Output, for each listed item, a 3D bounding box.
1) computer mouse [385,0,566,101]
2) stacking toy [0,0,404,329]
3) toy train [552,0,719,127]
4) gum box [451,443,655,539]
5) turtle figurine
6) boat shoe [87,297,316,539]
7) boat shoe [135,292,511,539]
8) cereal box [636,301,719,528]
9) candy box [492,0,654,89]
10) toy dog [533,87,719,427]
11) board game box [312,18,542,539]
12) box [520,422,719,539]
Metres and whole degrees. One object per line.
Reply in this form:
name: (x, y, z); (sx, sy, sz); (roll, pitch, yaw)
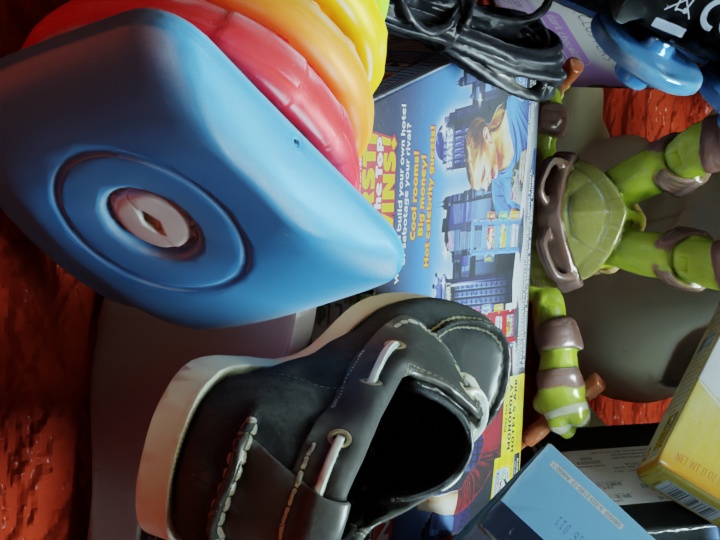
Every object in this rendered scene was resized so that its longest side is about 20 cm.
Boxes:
computer mouse: (0.017, -0.166, 0.835); (0.138, 0.052, 0.202); (20, 63, -48)
stacking toy: (-0.028, -0.090, 0.695); (0.116, 0.109, 0.201); (44, 52, -29)
toy train: (0.149, -0.105, 0.854); (0.199, 0.115, 0.087); (18, 118, -30)
gum box: (0.090, 0.163, 0.830); (0.045, 0.170, 0.200); (-45, 174, -26)
turtle figurine: (0.096, -0.030, 0.935); (0.064, 0.160, 0.202); (23, 63, -52)
boat shoe: (-0.044, 0.064, 0.757); (0.091, 0.070, 0.202); (15, 86, -66)
boat shoe: (0.008, 0.052, 0.700); (0.200, 0.067, 0.072); (-16, 116, -64)
cereal box: (0.221, 0.033, 0.947); (0.201, 0.143, 0.040); (-61, -179, -17)
candy box: (0.108, -0.207, 1.017); (0.168, 0.071, 0.201); (48, 51, -56)
toy dog: (0.186, -0.004, 1.061); (0.195, 0.198, 0.140); (-68, 148, -33)
board game box: (0.000, 0.000, 0.837); (0.200, 0.061, 0.202); (-3, 96, -64)
box: (0.168, 0.155, 1.017); (0.086, 0.198, 0.165); (-122, -146, -58)
